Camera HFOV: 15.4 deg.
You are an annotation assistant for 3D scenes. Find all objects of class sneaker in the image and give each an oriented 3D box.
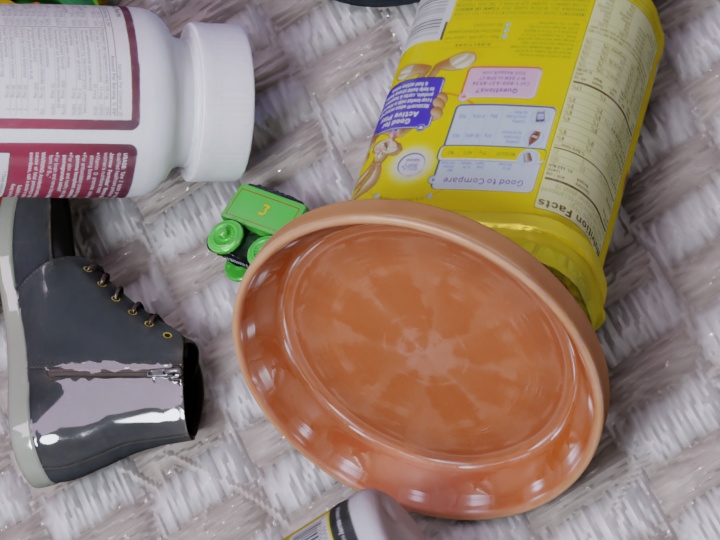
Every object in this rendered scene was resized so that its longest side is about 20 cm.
[{"bbox_3d":[-0.146,0.024,1.530,0.106,0.075,0.201,-12,62,8],"label":"sneaker"}]

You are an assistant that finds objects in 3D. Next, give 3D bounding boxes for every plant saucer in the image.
[{"bbox_3d":[0.032,0.044,1.359,0.199,0.201,0.032,1,38,26],"label":"plant saucer"}]

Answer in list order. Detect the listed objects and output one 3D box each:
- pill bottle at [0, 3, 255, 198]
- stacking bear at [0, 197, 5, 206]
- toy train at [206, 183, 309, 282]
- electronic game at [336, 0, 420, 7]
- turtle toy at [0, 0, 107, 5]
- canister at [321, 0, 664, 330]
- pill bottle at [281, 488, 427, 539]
[{"bbox_3d":[-0.166,-0.096,1.517,0.199,0.110,0.110,0,59,-15],"label":"pill bottle"},{"bbox_3d":[-0.315,-0.020,1.605,0.199,0.121,0.114,25,120,44],"label":"stacking bear"},{"bbox_3d":[0.000,0.000,1.481,0.199,0.042,0.057,20,65,32],"label":"toy train"},{"bbox_3d":[0.031,-0.247,1.584,0.199,0.042,0.201,-11,62,21],"label":"electronic game"},{"bbox_3d":[-0.226,-0.155,1.628,0.145,0.101,0.201,-29,57,10],"label":"turtle toy"},{"bbox_3d":[0.075,-0.061,1.420,0.148,0.087,0.201,2,52,23],"label":"canister"},{"bbox_3d":[-0.047,0.207,1.356,0.199,0.114,0.115,-32,56,9],"label":"pill bottle"}]
